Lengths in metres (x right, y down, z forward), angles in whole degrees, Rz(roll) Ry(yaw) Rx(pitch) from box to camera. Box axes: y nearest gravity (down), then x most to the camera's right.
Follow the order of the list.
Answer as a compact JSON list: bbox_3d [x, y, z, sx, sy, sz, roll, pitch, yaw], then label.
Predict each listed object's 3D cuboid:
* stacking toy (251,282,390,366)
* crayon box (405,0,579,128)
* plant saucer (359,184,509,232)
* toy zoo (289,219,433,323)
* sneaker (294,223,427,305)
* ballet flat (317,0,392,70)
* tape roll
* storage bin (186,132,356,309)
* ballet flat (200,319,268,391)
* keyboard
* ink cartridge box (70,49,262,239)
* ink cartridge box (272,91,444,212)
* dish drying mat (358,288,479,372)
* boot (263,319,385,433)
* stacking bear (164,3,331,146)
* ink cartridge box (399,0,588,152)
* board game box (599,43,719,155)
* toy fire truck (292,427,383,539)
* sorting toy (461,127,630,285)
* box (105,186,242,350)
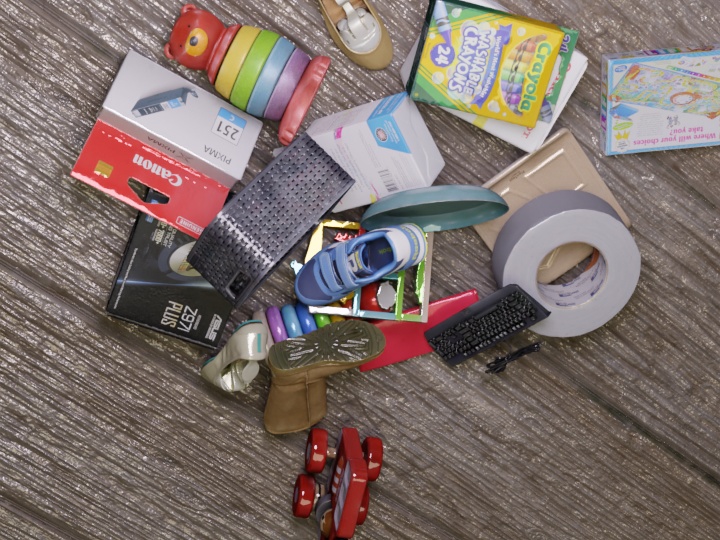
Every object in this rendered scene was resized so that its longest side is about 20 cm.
[{"bbox_3d":[-0.050,0.067,1.661,0.198,0.086,0.086,-20,115,-1],"label":"stacking toy"},{"bbox_3d":[0.169,-0.257,1.457,0.198,0.052,0.127,11,112,-10],"label":"crayon box"},{"bbox_3d":[0.096,-0.082,1.542,0.198,0.200,0.028,-4,81,-4],"label":"plant saucer"},{"bbox_3d":[0.000,0.000,1.630,0.198,0.020,0.133,6,83,-8],"label":"toy zoo"},{"bbox_3d":[-0.012,-0.009,1.548,0.199,0.082,0.075,-25,88,24],"label":"sneaker"},{"bbox_3d":[-0.022,-0.333,1.489,0.068,0.063,0.201,-32,114,9],"label":"ballet flat"},{"bbox_3d":[0.287,-0.008,1.635,0.198,0.066,0.202,-4,120,-7],"label":"tape roll"},{"bbox_3d":[-0.113,-0.063,1.472,0.094,0.200,0.135,44,148,-1],"label":"storage bin"},{"bbox_3d":[-0.174,0.134,1.625,0.069,0.070,0.200,18,151,-13],"label":"ballet flat"},{"bbox_3d":[0.190,0.094,1.654,0.127,0.021,0.200,38,138,-18],"label":"keyboard"},{"bbox_3d":[-0.245,-0.158,1.498,0.199,0.045,0.178,27,65,-17],"label":"ink cartridge box"},{"bbox_3d":[-0.004,-0.150,1.545,0.199,0.068,0.116,-11,119,35],"label":"ink cartridge box"},{"bbox_3d":[0.084,0.088,1.715,0.198,0.018,0.077,-17,116,3],"label":"dish drying mat"},{"bbox_3d":[-0.056,0.154,1.666,0.173,0.067,0.201,-8,147,-9],"label":"boot"},{"bbox_3d":[-0.149,-0.262,1.484,0.199,0.114,0.122,27,106,-5],"label":"stacking bear"},{"bbox_3d":[0.172,-0.265,1.528,0.199,0.084,0.146,25,109,-15],"label":"ink cartridge box"},{"bbox_3d":[0.429,-0.234,1.596,0.198,0.034,0.136,-5,114,-4],"label":"board game box"},{"bbox_3d":[-0.031,0.339,1.732,0.111,0.168,0.202,11,113,-10],"label":"toy fire truck"},{"bbox_3d":[0.260,-0.081,1.650,0.184,0.037,0.200,-35,118,10],"label":"sorting toy"},{"bbox_3d":[-0.239,-0.015,1.597,0.162,0.086,0.201,19,111,-15],"label":"box"}]
